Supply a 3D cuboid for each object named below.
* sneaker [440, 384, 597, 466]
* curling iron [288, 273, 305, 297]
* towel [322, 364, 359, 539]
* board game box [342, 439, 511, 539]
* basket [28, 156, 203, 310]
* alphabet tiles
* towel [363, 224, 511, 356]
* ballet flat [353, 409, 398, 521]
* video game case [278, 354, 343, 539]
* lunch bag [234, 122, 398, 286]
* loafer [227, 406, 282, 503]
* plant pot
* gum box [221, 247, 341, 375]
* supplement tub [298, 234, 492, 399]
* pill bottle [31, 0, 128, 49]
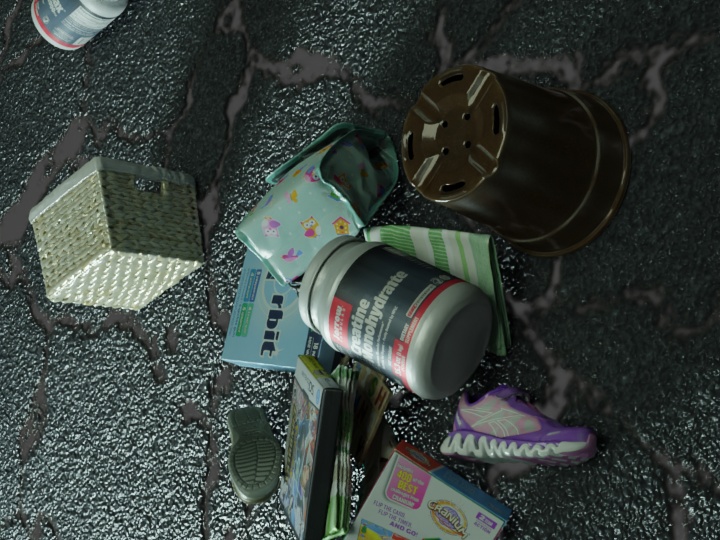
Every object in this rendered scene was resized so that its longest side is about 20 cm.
[{"bbox_3d":[0.176,0.171,1.337,0.199,0.080,0.089,-5,70,45],"label":"sneaker"},{"bbox_3d":[0.000,0.000,1.540,0.199,0.026,0.050,-15,34,14],"label":"curling iron"},{"bbox_3d":[-0.034,0.229,1.461,0.149,0.030,0.201,128,146,-65],"label":"towel"},{"bbox_3d":[0.061,0.322,1.385,0.152,0.040,0.201,32,106,9],"label":"board game box"},{"bbox_3d":[-0.373,-0.054,1.853,0.200,0.197,0.162,-32,64,35],"label":"basket"},{"bbox_3d":[-0.009,0.160,1.513,0.168,0.008,0.200,-67,21,10],"label":"alphabet tiles"},{"bbox_3d":[0.090,0.020,1.441,0.199,0.023,0.154,10,119,45],"label":"towel"},{"bbox_3d":[0.028,0.253,1.478,0.063,0.067,0.201,-1,67,12],"label":"ballet flat"},{"bbox_3d":[-0.064,0.221,1.472,0.181,0.025,0.202,-146,63,-74],"label":"video game case"},{"bbox_3d":[-0.049,-0.101,1.564,0.170,0.122,0.200,-34,15,34],"label":"lunch bag"},{"bbox_3d":[-0.140,0.257,1.607,0.200,0.075,0.070,-106,10,-65],"label":"loafer"},{"bbox_3d":[0.162,-0.130,1.331,0.199,0.197,0.202,-13,71,43],"label":"plant pot"},{"bbox_3d":[-0.097,0.052,1.645,0.199,0.044,0.171,3,76,45],"label":"gum box"},{"bbox_3d":[0.040,0.050,1.387,0.199,0.140,0.141,26,99,34],"label":"supplement tub"},{"bbox_3d":[-0.482,-0.488,2.116,0.199,0.119,0.120,-27,63,38],"label":"pill bottle"}]
